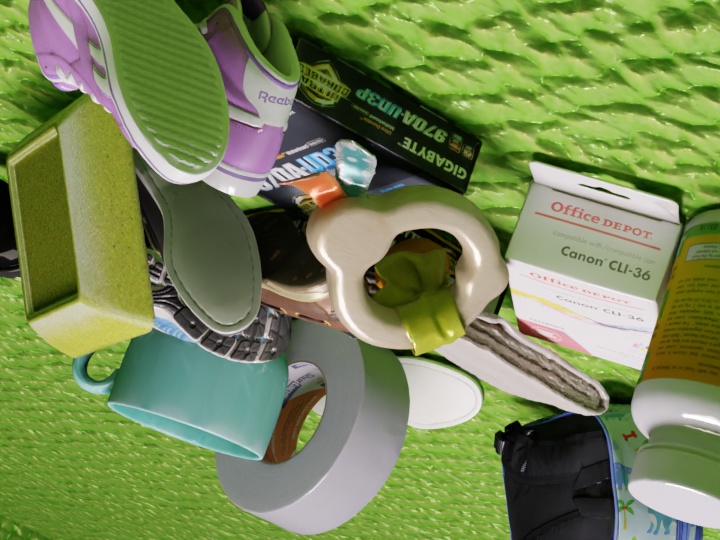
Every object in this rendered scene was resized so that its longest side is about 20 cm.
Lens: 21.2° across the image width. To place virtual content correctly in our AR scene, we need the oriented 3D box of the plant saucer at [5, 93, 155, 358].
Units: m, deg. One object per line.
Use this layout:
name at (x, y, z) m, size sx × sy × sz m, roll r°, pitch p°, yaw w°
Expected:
plant saucer at (-0.231, -0.037, 1.521) m, size 0.048 × 0.200 × 0.200 m, roll -5°, pitch 174°, yaw -28°

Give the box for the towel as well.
towel at (0.092, 0.056, 1.527) m, size 0.200 × 0.035 × 0.132 m, roll 31°, pitch 171°, yaw -32°

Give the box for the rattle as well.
rattle at (0.007, -0.044, 1.354) m, size 0.130 × 0.143 × 0.200 m, roll -37°, pitch 124°, yaw 27°

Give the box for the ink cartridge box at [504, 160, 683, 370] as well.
ink cartridge box at (0.172, 0.000, 1.406) m, size 0.116 × 0.068 × 0.200 m, roll 16°, pitch 161°, yaw 16°

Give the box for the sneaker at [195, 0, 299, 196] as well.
sneaker at (-0.107, -0.147, 1.284) m, size 0.073 × 0.114 × 0.200 m, roll 0°, pitch -149°, yaw -46°

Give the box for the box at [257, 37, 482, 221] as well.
box at (-0.031, -0.092, 1.393) m, size 0.159 × 0.046 × 0.200 m, roll 28°, pitch 160°, yaw -24°

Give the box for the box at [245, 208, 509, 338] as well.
box at (0.000, 0.000, 1.612) m, size 0.160 × 0.049 × 0.200 m, roll 29°, pitch 159°, yaw -30°

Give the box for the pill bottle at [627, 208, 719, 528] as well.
pill bottle at (0.249, 0.069, 1.311) m, size 0.111 × 0.200 × 0.111 m, roll 18°, pitch 161°, yaw 7°

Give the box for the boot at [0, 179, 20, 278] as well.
boot at (-0.372, -0.080, 1.681) m, size 0.211 × 0.079 × 0.158 m, roll 27°, pitch 164°, yaw 22°

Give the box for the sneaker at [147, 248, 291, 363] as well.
sneaker at (-0.153, 0.021, 1.656) m, size 0.200 × 0.078 × 0.090 m, roll 23°, pitch 174°, yaw -6°

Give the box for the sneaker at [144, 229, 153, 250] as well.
sneaker at (-0.173, 0.003, 1.750) m, size 0.086 × 0.080 × 0.200 m, roll 23°, pitch 162°, yaw -13°

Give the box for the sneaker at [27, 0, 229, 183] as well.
sneaker at (-0.153, -0.126, 1.236) m, size 0.073 × 0.201 × 0.114 m, roll -14°, pitch 159°, yaw -33°

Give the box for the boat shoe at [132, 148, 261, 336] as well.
boat shoe at (-0.127, -0.033, 1.476) m, size 0.072 × 0.201 × 0.061 m, roll -20°, pitch 159°, yaw -11°

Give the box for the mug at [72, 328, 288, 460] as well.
mug at (-0.157, 0.091, 1.773) m, size 0.185 × 0.115 × 0.152 m, roll 25°, pitch 167°, yaw -22°

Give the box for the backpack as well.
backpack at (0.230, 0.212, 1.768) m, size 0.147 × 0.183 × 0.200 m, roll 2°, pitch 164°, yaw -21°

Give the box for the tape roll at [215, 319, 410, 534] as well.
tape roll at (-0.047, 0.146, 1.819) m, size 0.066 × 0.201 × 0.200 m, roll 31°, pitch 159°, yaw -36°

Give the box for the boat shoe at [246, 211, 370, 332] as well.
boat shoe at (-0.056, 0.006, 1.502) m, size 0.200 × 0.072 × 0.068 m, roll 21°, pitch 148°, yaw 58°

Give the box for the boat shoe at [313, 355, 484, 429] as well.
boat shoe at (0.040, 0.111, 1.887) m, size 0.200 × 0.073 × 0.062 m, roll -1°, pitch -165°, yaw 33°
